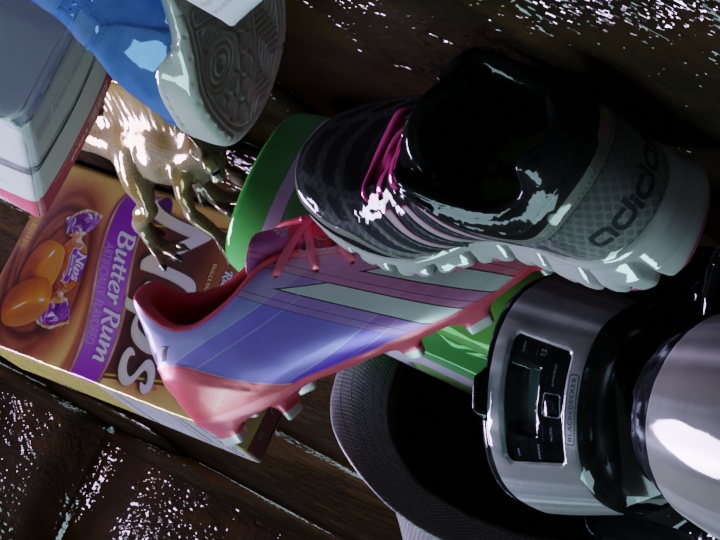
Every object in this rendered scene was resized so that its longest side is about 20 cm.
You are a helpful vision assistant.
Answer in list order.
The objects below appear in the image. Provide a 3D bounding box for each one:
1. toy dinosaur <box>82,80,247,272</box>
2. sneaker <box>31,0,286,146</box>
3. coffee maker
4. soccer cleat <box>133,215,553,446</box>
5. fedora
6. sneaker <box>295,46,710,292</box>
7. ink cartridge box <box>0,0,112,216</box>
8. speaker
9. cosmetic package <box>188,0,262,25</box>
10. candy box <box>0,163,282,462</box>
[{"bbox_3d":[-0.103,-0.056,1.466,0.199,0.058,0.101,8,139,51],"label":"toy dinosaur"},{"bbox_3d":[-0.104,-0.119,1.060,0.111,0.077,0.200,15,161,26],"label":"sneaker"},{"bbox_3d":[0.170,0.064,1.106,0.191,0.135,0.200,27,173,-29],"label":"coffee maker"},{"bbox_3d":[0.000,0.000,1.201,0.077,0.199,0.067,56,-158,-13],"label":"soccer cleat"},{"bbox_3d":[0.069,0.092,1.315,0.176,0.200,0.091,19,130,4],"label":"fedora"},{"bbox_3d":[0.036,-0.044,1.108,0.199,0.074,0.087,11,158,49],"label":"sneaker"},{"bbox_3d":[-0.190,-0.107,1.318,0.145,0.085,0.200,27,171,1],"label":"ink cartridge box"},{"bbox_3d":[0.046,0.005,1.269,0.199,0.089,0.088,25,169,11],"label":"speaker"},{"bbox_3d":[-0.094,-0.159,0.857,0.199,0.081,0.113,30,169,-11],"label":"cosmetic package"},{"bbox_3d":[-0.113,0.019,1.642,0.199,0.117,0.056,18,166,38],"label":"candy box"}]
